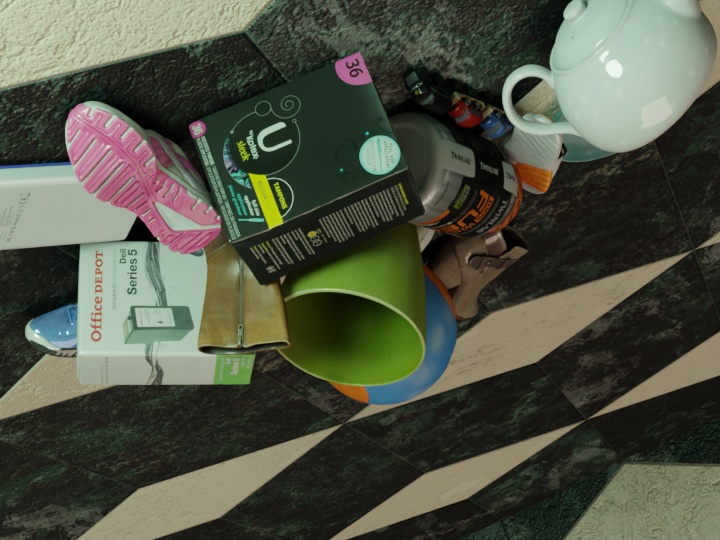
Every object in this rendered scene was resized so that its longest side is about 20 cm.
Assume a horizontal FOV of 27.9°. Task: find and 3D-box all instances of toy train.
[{"bbox_3d":[0.118,-0.186,1.641,0.034,0.046,0.199,-36,153,28],"label":"toy train"}]

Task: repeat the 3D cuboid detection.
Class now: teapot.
[{"bbox_3d":[0.271,-0.234,1.556,0.146,0.201,0.197,35,168,-21],"label":"teapot"}]

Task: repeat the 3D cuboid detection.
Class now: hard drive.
[{"bbox_3d":[-0.326,-0.068,1.524,0.198,0.026,0.132,-6,151,-32],"label":"hard drive"}]

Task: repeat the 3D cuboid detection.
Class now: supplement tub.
[{"bbox_3d":[0.101,-0.107,1.696,0.122,0.123,0.199,-36,153,28],"label":"supplement tub"}]

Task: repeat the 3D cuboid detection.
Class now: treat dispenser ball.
[{"bbox_3d":[0.029,0.077,1.915,0.199,0.202,0.201,-18,156,-9],"label":"treat dispenser ball"}]

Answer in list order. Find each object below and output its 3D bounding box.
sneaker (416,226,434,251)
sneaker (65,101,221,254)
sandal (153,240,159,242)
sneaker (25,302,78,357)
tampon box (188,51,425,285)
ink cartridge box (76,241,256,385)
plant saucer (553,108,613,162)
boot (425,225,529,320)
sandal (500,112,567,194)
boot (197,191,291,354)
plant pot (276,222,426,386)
[{"bbox_3d":[0.004,-0.035,1.826,0.199,0.073,0.085,-29,136,-11],"label":"sneaker"},{"bbox_3d":[-0.225,-0.103,1.465,0.081,0.089,0.200,-34,128,11],"label":"sneaker"},{"bbox_3d":[-0.176,-0.030,1.708,0.198,0.045,0.075,-24,155,4],"label":"sandal"},{"bbox_3d":[-0.308,0.050,1.752,0.198,0.076,0.078,-11,131,-24],"label":"sneaker"},{"bbox_3d":[-0.054,-0.106,1.528,0.198,0.151,0.126,-24,157,2],"label":"tampon box"},{"bbox_3d":[-0.223,0.049,1.650,0.198,0.147,0.084,0,152,-10],"label":"ink cartridge box"},{"bbox_3d":[0.321,-0.204,1.805,0.198,0.028,0.201,-18,155,-9],"label":"plant saucer"},{"bbox_3d":[0.172,-0.002,2.044,0.146,0.071,0.200,-32,155,16],"label":"boot"},{"bbox_3d":[0.217,-0.153,1.747,0.059,0.079,0.207,-54,177,-16],"label":"sandal"},{"bbox_3d":[-0.090,-0.011,1.588,0.186,0.202,0.069,-7,148,6],"label":"boot"},{"bbox_3d":[0.000,0.000,1.707,0.185,0.201,0.188,8,144,6],"label":"plant pot"}]
